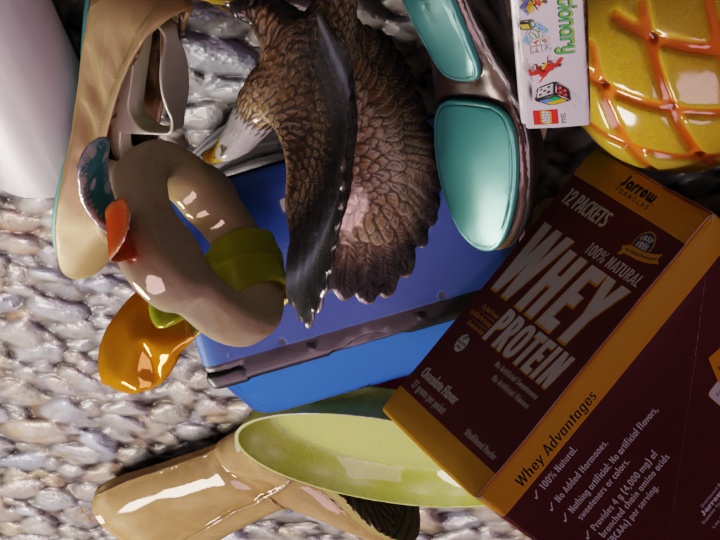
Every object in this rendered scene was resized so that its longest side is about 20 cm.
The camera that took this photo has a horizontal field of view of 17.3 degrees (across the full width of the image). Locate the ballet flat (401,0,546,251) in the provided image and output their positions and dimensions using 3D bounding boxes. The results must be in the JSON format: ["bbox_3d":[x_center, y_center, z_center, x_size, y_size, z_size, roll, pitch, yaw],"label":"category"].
[{"bbox_3d":[0.071,-0.107,1.284,0.068,0.068,0.200,18,133,41],"label":"ballet flat"}]

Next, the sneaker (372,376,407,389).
[{"bbox_3d":[-0.012,0.065,1.596,0.200,0.081,0.088,23,156,-11],"label":"sneaker"}]

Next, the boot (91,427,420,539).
[{"bbox_3d":[-0.078,0.179,1.804,0.175,0.066,0.200,38,135,-24],"label":"boot"}]

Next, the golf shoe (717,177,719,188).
[{"bbox_3d":[0.277,-0.023,1.362,0.091,0.075,0.200,-33,138,18],"label":"golf shoe"}]

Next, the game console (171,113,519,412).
[{"bbox_3d":[0.000,0.000,1.412,0.200,0.118,0.171,-16,103,7],"label":"game console"}]

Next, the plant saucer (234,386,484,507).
[{"bbox_3d":[0.017,0.115,1.572,0.200,0.031,0.200,9,159,3],"label":"plant saucer"}]

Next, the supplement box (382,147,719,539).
[{"bbox_3d":[0.163,0.078,1.326,0.200,0.133,0.197,39,90,-29],"label":"supplement box"}]

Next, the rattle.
[{"bbox_3d":[-0.134,0.002,1.260,0.143,0.130,0.200,-17,179,22],"label":"rattle"}]

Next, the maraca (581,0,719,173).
[{"bbox_3d":[0.187,-0.128,1.254,0.137,0.107,0.200,32,131,-13],"label":"maraca"}]

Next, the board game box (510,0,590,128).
[{"bbox_3d":[0.085,-0.183,1.090,0.035,0.200,0.126,-3,148,6],"label":"board game box"}]

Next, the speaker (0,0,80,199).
[{"bbox_3d":[-0.203,-0.127,1.318,0.081,0.081,0.200,-3,146,11],"label":"speaker"}]

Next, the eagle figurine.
[{"bbox_3d":[-0.025,-0.082,1.268,0.152,0.200,0.151,-29,171,-27],"label":"eagle figurine"}]

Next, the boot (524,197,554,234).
[{"bbox_3d":[0.129,0.035,1.552,0.144,0.071,0.201,-14,134,45],"label":"boot"}]

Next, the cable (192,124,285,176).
[{"bbox_3d":[-0.020,-0.025,1.470,0.200,0.069,0.200,11,145,-11],"label":"cable"}]

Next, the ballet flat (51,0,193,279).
[{"bbox_3d":[-0.133,-0.074,1.333,0.063,0.069,0.200,23,122,23],"label":"ballet flat"}]
